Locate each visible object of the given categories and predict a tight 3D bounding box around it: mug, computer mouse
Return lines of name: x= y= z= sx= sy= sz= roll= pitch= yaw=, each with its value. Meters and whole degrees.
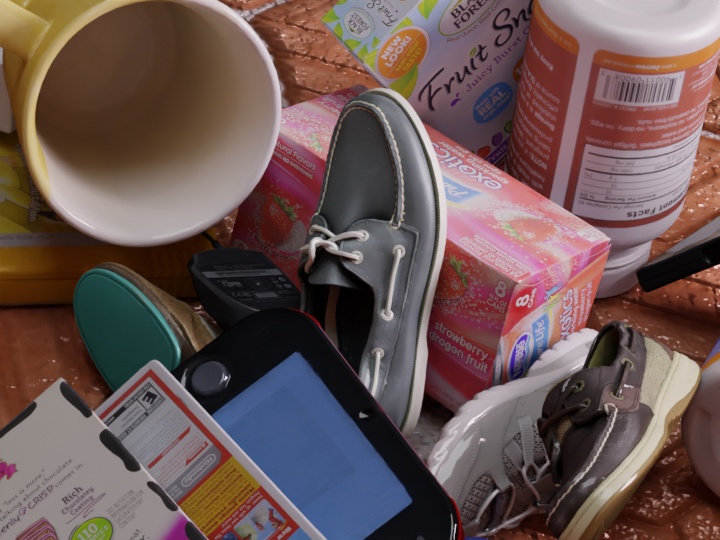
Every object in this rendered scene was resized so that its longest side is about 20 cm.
mug: x=-0.145 y=-0.124 z=1.570 sx=0.149 sy=0.187 sz=0.153 roll=-28 pitch=28 yaw=-8
computer mouse: x=-0.089 y=-0.006 z=1.575 sx=0.059 sy=0.034 sz=0.200 roll=-1 pitch=29 yaw=-30

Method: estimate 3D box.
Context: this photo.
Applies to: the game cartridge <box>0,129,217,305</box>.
game cartridge: x=-0.193 y=-0.045 z=1.645 sx=0.200 sy=0.032 sz=0.176 roll=-3 pitch=39 yaw=-12

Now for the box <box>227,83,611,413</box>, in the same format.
box: x=0.032 y=-0.013 z=1.578 sx=0.200 sy=0.103 sz=0.095 roll=34 pitch=35 yaw=28

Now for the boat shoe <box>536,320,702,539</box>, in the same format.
boat shoe: x=0.121 y=0.084 z=1.413 sx=0.065 sy=0.073 sz=0.200 roll=37 pitch=24 yaw=3

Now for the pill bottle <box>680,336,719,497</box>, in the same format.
pill bottle: x=0.264 y=0.045 z=1.549 sx=0.112 sy=0.112 sz=0.200 roll=21 pitch=39 yaw=16

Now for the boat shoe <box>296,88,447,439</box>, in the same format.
boat shoe: x=0.000 y=0.000 z=1.493 sx=0.073 sy=0.200 sz=0.062 roll=4 pitch=3 yaw=38

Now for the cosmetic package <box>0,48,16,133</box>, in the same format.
cosmetic package: x=-0.268 y=-0.158 z=1.731 sx=0.200 sy=0.052 sz=0.151 roll=16 pitch=28 yaw=19

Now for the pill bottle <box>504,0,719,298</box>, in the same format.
pill bottle: x=0.145 y=-0.086 z=1.621 sx=0.112 sy=0.200 sz=0.112 roll=5 pitch=38 yaw=-4

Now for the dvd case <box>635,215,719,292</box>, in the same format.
dvd case: x=0.273 y=-0.046 z=1.618 sx=0.143 sy=0.200 sz=0.018 roll=-29 pitch=94 yaw=-46

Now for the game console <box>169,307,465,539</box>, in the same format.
game console: x=-0.058 y=0.125 z=1.390 sx=0.177 sy=0.031 sz=0.200 roll=-34 pitch=52 yaw=-6

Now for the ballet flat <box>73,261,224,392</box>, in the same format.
ballet flat: x=-0.082 y=0.066 z=1.507 sx=0.072 sy=0.068 sz=0.200 roll=-1 pitch=34 yaw=-44

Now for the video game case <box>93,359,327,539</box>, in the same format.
video game case: x=-0.099 y=0.151 z=1.366 sx=0.143 sy=0.017 sz=0.200 roll=-42 pitch=53 yaw=-6

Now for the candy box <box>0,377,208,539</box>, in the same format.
candy box: x=-0.133 y=0.165 z=1.322 sx=0.136 sy=0.061 sz=0.200 roll=-40 pitch=54 yaw=-7

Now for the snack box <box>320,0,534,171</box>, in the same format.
snack box: x=0.082 y=-0.141 z=1.649 sx=0.142 sy=0.200 sz=0.053 roll=-45 pitch=53 yaw=2

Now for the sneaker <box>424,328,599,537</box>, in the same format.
sneaker: x=0.097 y=0.102 z=1.476 sx=0.082 sy=0.075 sz=0.200 roll=36 pitch=50 yaw=21

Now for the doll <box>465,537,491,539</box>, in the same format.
doll: x=0.020 y=0.169 z=1.383 sx=0.200 sy=0.048 sz=0.137 roll=13 pitch=67 yaw=18
